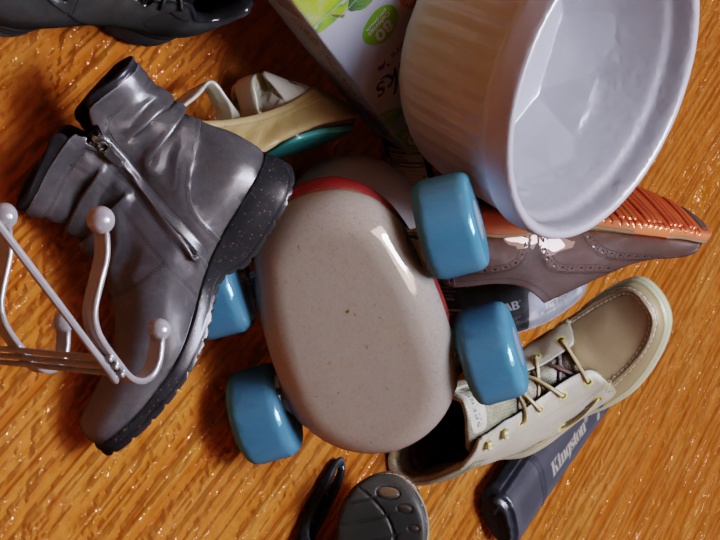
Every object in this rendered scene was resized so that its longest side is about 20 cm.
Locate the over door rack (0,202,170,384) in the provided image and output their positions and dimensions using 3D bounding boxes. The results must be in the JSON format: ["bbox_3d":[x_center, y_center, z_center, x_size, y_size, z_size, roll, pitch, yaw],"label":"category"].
[{"bbox_3d":[-0.196,-0.018,0.817,0.200,0.147,0.067,47,55,-44],"label":"over door rack"}]

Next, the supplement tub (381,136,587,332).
[{"bbox_3d":[0.085,-0.064,1.235,0.122,0.122,0.201,-37,119,-48],"label":"supplement tub"}]

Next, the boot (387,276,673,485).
[{"bbox_3d":[0.121,0.083,1.239,0.154,0.200,0.072,-9,61,-52],"label":"boot"}]

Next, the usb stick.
[{"bbox_3d":[0.153,0.144,1.400,0.200,0.032,0.056,-46,124,-45],"label":"usb stick"}]

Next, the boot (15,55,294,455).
[{"bbox_3d":[-0.139,-0.009,0.967,0.131,0.070,0.201,29,89,-21],"label":"boot"}]

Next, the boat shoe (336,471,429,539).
[{"bbox_3d":[0.014,0.232,1.167,0.074,0.075,0.202,-40,139,-82],"label":"boat shoe"}]

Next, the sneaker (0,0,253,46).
[{"bbox_3d":[-0.138,-0.166,0.953,0.199,0.090,0.077,-8,97,-53],"label":"sneaker"}]

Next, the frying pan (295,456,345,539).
[{"bbox_3d":[-0.043,0.217,1.131,0.190,0.031,0.116,-36,119,-46],"label":"frying pan"}]

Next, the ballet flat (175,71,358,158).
[{"bbox_3d":[-0.070,-0.092,1.070,0.200,0.068,0.063,-28,98,-53],"label":"ballet flat"}]

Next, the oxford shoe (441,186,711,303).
[{"bbox_3d":[0.144,-0.019,1.176,0.198,0.071,0.073,3,118,-19],"label":"oxford shoe"}]

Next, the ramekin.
[{"bbox_3d":[0.114,-0.130,1.077,0.200,0.105,0.201,-30,134,-38],"label":"ramekin"}]

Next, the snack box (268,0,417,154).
[{"bbox_3d":[0.023,-0.183,1.075,0.142,0.053,0.200,-49,144,-5],"label":"snack box"}]

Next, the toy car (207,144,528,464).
[{"bbox_3d":[0.000,0.000,1.116,0.200,0.183,0.178,-84,156,-64],"label":"toy car"}]
